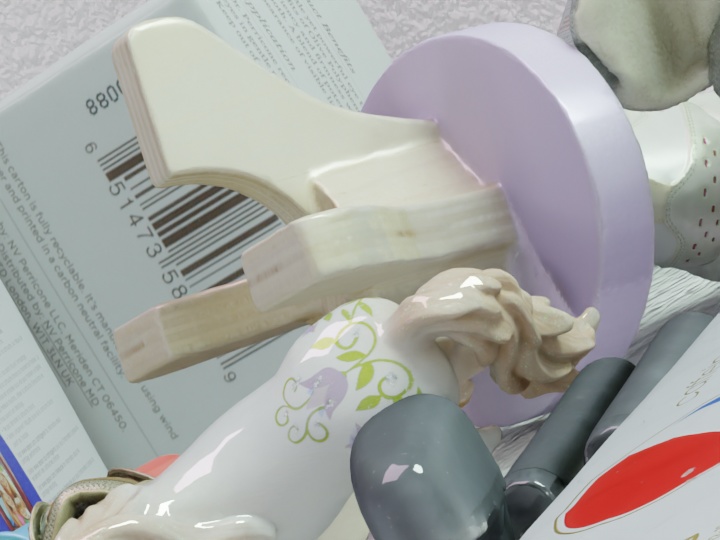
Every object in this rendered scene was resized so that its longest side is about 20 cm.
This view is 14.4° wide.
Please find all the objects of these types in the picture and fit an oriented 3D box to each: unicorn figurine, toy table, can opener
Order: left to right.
[{"bbox_3d":[-0.028,0.068,0.753,0.200,0.074,0.137,-54,-21,2],"label":"unicorn figurine"},{"bbox_3d":[0.000,0.000,0.918,0.117,0.184,0.200,-15,-17,-24],"label":"toy table"},{"bbox_3d":[0.048,0.039,0.675,0.053,0.067,0.200,-30,4,20],"label":"can opener"}]

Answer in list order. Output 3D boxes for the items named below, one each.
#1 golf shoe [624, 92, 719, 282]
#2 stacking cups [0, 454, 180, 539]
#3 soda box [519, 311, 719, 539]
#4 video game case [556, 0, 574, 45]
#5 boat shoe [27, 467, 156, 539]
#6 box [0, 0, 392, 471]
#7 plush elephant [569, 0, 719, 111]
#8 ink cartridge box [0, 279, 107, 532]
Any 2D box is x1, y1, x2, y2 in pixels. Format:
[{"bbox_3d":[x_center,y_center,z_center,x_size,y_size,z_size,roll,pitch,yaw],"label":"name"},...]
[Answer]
[{"bbox_3d":[0.075,-0.042,0.997,0.091,0.076,0.200,3,6,-21],"label":"golf shoe"},{"bbox_3d":[-0.111,0.114,1.046,0.060,0.061,0.200,-29,0,34],"label":"stacking cups"},{"bbox_3d":[0.078,0.041,0.448,0.068,0.064,0.200,-30,4,30],"label":"soda box"},{"bbox_3d":[0.095,-0.071,1.153,0.143,0.018,0.201,167,121,-77],"label":"video game case"},{"bbox_3d":[-0.073,0.094,0.931,0.072,0.065,0.200,-32,2,-8],"label":"boat shoe"},{"bbox_3d":[-0.073,-0.015,1.308,0.200,0.199,0.171,-30,4,24],"label":"box"},{"bbox_3d":[0.154,-0.078,0.839,0.164,0.155,0.200,6,36,-13],"label":"plush elephant"},{"bbox_3d":[-0.170,0.057,1.153,0.047,0.200,0.198,-30,4,14],"label":"ink cartridge box"}]
